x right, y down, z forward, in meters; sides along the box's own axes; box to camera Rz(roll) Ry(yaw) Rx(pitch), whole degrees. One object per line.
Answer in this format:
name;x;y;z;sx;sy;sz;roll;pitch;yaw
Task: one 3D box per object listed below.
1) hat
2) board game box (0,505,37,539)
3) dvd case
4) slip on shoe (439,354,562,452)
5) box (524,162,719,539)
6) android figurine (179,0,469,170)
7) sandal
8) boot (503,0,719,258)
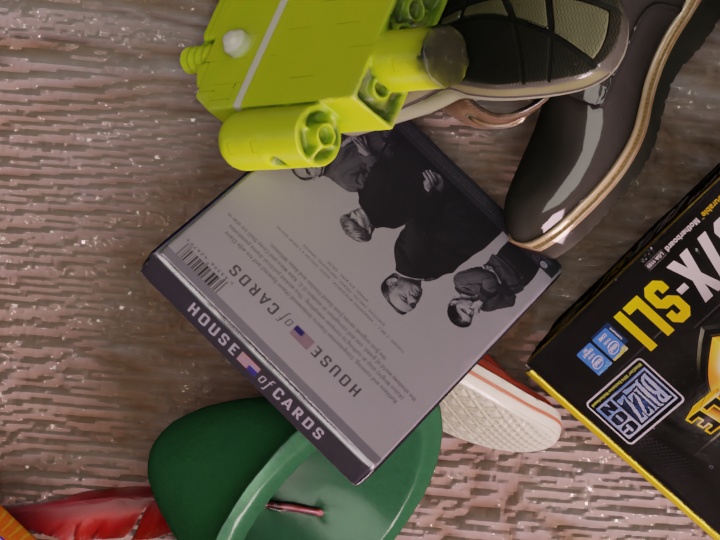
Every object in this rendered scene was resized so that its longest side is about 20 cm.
hat;-0.086;0.087;1.395;0.200;0.166;0.176;-30;55;-35
board game box;-0.274;0.211;1.311;0.200;0.200;0.200;44;112;-3
dvd case;0.000;0.000;1.344;0.150;0.200;0.025;45;135;2
slip on shoe;0.026;0.029;1.402;0.200;0.074;0.061;35;63;-7
box;0.203;0.037;1.359;0.160;0.049;0.200;43;130;-1
android figurine;-0.015;-0.128;1.339;0.041;0.200;0.182;38;67;-36
sandal;0.061;-0.103;1.317;0.057;0.201;0.080;35;64;-31
boot;0.096;-0.122;1.363;0.138;0.077;0.200;33;79;-33
